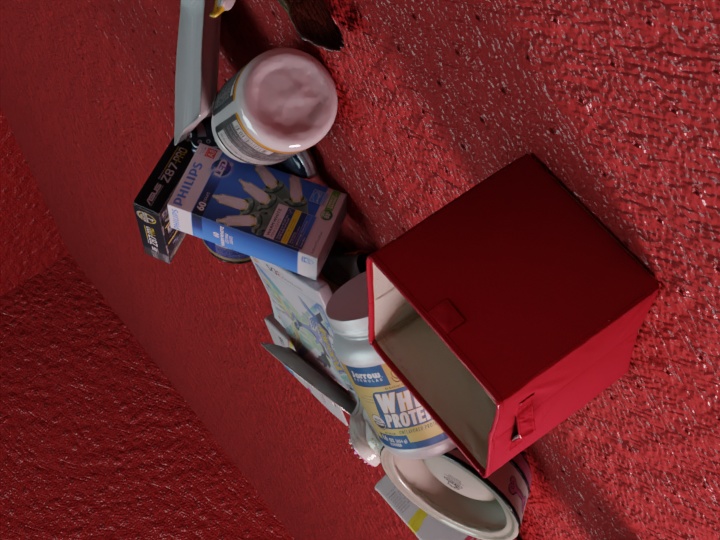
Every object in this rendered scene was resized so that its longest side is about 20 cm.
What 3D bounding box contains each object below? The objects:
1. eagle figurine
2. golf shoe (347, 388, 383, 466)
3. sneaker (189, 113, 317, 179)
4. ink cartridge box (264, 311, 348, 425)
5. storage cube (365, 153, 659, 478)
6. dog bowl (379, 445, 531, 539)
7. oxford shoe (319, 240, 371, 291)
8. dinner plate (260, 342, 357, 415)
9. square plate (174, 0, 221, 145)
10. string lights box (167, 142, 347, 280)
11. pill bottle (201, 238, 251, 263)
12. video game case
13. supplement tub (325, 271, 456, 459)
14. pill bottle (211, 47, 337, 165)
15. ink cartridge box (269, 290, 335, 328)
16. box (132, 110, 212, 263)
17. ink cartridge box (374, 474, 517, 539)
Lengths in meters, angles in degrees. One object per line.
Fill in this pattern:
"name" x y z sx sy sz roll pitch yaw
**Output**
"eagle figurine" -0.099 -0.305 1.297 0.200 0.151 0.152 13 -173 25
"golf shoe" 0.030 0.168 1.768 0.075 0.091 0.200 37 -148 -39
"sneaker" -0.144 -0.151 1.679 0.200 0.108 0.070 41 158 42
"ink cartridge box" -0.062 0.144 2.064 0.200 0.068 0.115 39 156 46
"storage cube" 0.127 0.039 1.153 0.200 0.180 0.171 50 162 24
"dog bowl" 0.126 0.252 1.639 0.200 0.074 0.200 27 151 16
"oxford shoe" 0.000 0.000 1.668 0.200 0.071 0.073 45 130 48
"dinner plate" -0.057 0.156 1.848 0.200 0.024 0.200 37 178 1
"square plate" -0.202 -0.267 1.620 0.200 0.028 0.198 164 108 -73
"string lights box" -0.128 -0.074 1.630 0.200 0.103 0.059 20 152 7
"pill bottle" -0.178 -0.096 1.870 0.112 0.112 0.200 51 163 17
"video game case" -0.066 0.066 1.730 0.182 0.022 0.200 30 151 50
"supplement tub" 0.055 0.105 1.534 0.145 0.145 0.200 24 144 61
"pill bottle" -0.107 -0.182 1.507 0.116 0.116 0.200 59 164 -8
"ink cartridge box" -0.062 0.038 1.839 0.145 0.083 0.200 45 159 30
"box" -0.251 -0.130 1.871 0.049 0.200 0.161 23 157 9
"ink cartridge box" 0.131 0.351 1.804 0.200 0.083 0.145 45 -176 33
